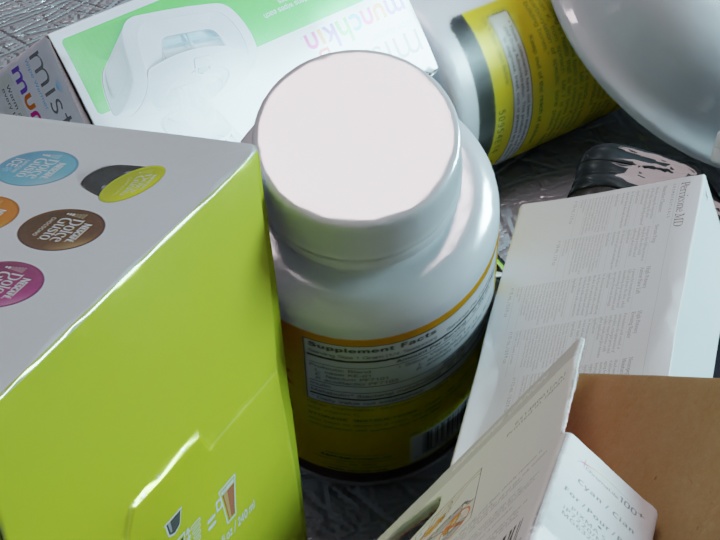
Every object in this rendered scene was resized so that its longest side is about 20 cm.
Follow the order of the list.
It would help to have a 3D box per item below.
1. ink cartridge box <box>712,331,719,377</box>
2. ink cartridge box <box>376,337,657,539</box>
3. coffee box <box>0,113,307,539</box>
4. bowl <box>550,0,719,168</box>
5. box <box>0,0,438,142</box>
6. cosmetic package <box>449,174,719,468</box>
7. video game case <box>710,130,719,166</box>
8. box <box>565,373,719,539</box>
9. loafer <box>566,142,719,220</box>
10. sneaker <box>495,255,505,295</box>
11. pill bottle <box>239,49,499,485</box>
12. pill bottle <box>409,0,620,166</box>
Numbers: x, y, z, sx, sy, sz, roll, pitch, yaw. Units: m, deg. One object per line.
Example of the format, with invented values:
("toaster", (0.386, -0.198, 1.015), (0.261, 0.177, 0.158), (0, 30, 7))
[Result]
("ink cartridge box", (0.156, 0.065, 0.882), (0.198, 0.044, 0.199), (-16, 30, 7))
("ink cartridge box", (0.011, 0.128, 0.704), (0.045, 0.200, 0.176), (42, 20, -3))
("coffee box", (-0.150, 0.074, 0.804), (0.196, 0.202, 0.200), (9, 32, 24))
("bowl", (0.202, -0.156, 1.180), (0.200, 0.090, 0.202), (17, 52, -22))
("box", (-0.093, -0.080, 1.123), (0.199, 0.097, 0.176), (-27, 1, -34))
("cosmetic package", (0.089, 0.046, 0.858), (0.082, 0.051, 0.201), (-10, 34, 24))
("video game case", (0.279, -0.034, 1.047), (0.199, 0.018, 0.143), (1, 19, -41))
("box", (0.067, 0.122, 0.686), (0.163, 0.021, 0.201), (-3, 57, 63))
("loafer", (0.181, 0.007, 1.031), (0.199, 0.073, 0.073), (17, 67, 25))
("sneaker", (0.023, -0.005, 1.048), (0.071, 0.083, 0.199), (-25, 33, -32))
("pill bottle", (0.000, 0.000, 0.899), (0.108, 0.200, 0.110), (0, 61, 1))
("pill bottle", (0.090, -0.127, 1.234), (0.199, 0.115, 0.114), (-24, 33, -32))
